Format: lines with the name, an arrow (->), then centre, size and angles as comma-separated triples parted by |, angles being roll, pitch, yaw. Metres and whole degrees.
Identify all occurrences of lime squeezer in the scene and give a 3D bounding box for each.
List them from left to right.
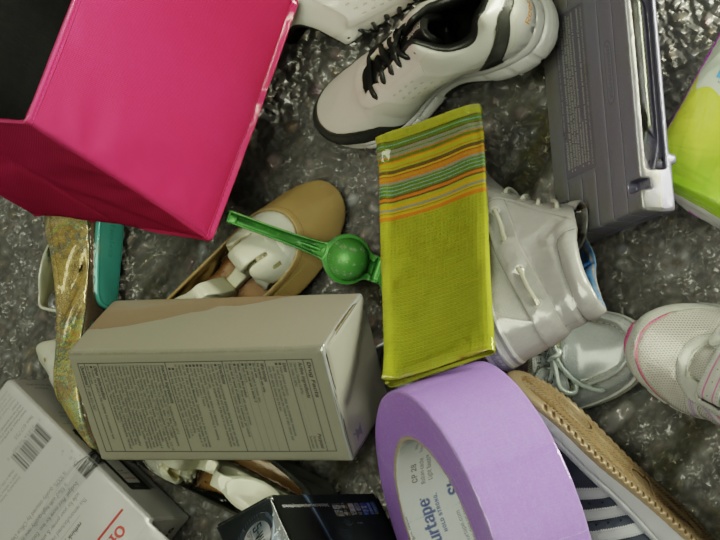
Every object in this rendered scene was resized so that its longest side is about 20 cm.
lime squeezer -> 0.000, 0.000, 1.565 | 0.199, 0.071, 0.038 | 22, 109, 22

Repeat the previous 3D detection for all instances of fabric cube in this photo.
fabric cube -> -0.201, -0.155, 1.550 | 0.199, 0.199, 0.197 | 7, 74, 39

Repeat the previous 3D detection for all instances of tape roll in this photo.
tape roll -> 0.080, 0.164, 1.444 | 0.065, 0.200, 0.201 | -18, 76, -18

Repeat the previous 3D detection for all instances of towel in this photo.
towel -> 0.049, -0.020, 1.488 | 0.086, 0.018, 0.201 | -21, 52, 28

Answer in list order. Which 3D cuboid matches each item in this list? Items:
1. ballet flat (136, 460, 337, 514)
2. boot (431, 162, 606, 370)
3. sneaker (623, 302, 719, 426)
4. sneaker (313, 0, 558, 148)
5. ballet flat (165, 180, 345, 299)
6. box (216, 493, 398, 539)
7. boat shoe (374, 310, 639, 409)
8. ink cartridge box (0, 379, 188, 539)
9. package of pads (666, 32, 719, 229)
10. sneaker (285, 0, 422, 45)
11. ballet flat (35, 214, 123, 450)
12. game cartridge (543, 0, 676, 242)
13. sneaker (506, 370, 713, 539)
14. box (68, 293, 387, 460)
ballet flat -> -0.103, 0.138, 1.598 | 0.199, 0.068, 0.068 | 23, 94, 21
boot -> 0.113, -0.026, 1.508 | 0.095, 0.074, 0.201 | -26, 48, 14
sneaker -> 0.268, 0.074, 1.451 | 0.199, 0.088, 0.082 | 19, 91, 14
sneaker -> 0.038, -0.152, 1.546 | 0.200, 0.080, 0.074 | -29, 62, 31
ballet flat -> -0.091, 0.011, 1.610 | 0.200, 0.063, 0.069 | -46, 70, 10
box -> -0.007, 0.227, 1.447 | 0.043, 0.200, 0.161 | -30, 75, 15
boat shoe -> 0.100, 0.062, 1.534 | 0.201, 0.065, 0.075 | -1, 84, 20
ink cartridge box -> -0.213, 0.188, 1.632 | 0.200, 0.068, 0.116 | 42, 101, 19
package of pads -> 0.308, -0.077, 1.471 | 0.199, 0.068, 0.155 | 30, 95, 21
sneaker -> 0.016, -0.207, 1.598 | 0.199, 0.074, 0.080 | -3, 95, 25
ballet flat -> -0.212, 0.038, 1.648 | 0.070, 0.071, 0.201 | -7, 74, 19
game cartridge -> 0.167, -0.127, 1.503 | 0.038, 0.130, 0.201 | -1, 81, -17
sneaker -> 0.139, 0.164, 1.475 | 0.200, 0.070, 0.108 | 43, 105, -14
box -> -0.091, 0.075, 1.527 | 0.199, 0.078, 0.095 | -1, 118, 23
